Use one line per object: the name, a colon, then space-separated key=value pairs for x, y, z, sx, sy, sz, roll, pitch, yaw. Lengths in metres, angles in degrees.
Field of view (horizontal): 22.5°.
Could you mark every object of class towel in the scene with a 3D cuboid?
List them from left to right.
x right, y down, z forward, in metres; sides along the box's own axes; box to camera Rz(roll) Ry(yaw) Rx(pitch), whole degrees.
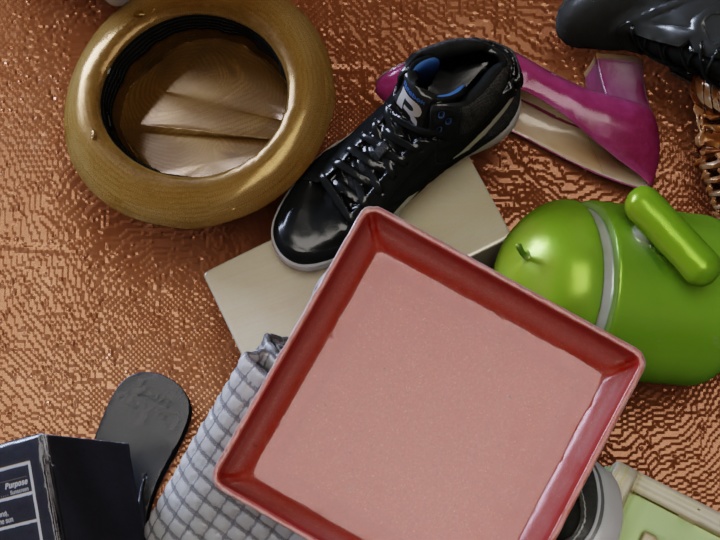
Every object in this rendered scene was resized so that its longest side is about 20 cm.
towel: x=-0.022 y=0.161 z=1.183 sx=0.200 sy=0.086 sz=0.166 roll=35 pitch=109 yaw=8

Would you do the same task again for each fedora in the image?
fedora: x=-0.105 y=-0.108 z=1.263 sx=0.199 sy=0.082 sz=0.202 roll=-5 pitch=70 yaw=15

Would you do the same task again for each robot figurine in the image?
robot figurine: x=0.176 y=0.014 z=1.206 sx=0.199 sy=0.176 sz=0.116 roll=7 pitch=53 yaw=-20

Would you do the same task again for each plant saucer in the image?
plant saucer: x=0.042 y=0.093 z=1.108 sx=0.199 sy=0.037 sz=0.200 roll=29 pitch=79 yaw=5

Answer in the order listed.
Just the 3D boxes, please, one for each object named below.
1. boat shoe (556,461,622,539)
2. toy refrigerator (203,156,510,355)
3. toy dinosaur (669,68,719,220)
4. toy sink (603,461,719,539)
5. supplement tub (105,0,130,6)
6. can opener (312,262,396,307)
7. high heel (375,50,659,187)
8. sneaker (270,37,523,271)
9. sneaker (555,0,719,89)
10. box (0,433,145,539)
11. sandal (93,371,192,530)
boat shoe: x=0.109 y=0.121 z=1.171 sx=0.056 sy=0.200 sz=0.069 roll=32 pitch=107 yaw=-27
toy refrigerator: x=0.000 y=0.000 z=1.254 sx=0.199 sy=0.070 sz=0.076 roll=-27 pitch=72 yaw=-5
toy dinosaur: x=0.280 y=-0.125 z=1.277 sx=0.135 sy=0.102 sz=0.201 roll=8 pitch=96 yaw=18
toy sink: x=0.174 y=0.206 z=1.184 sx=0.199 sy=0.112 sz=0.131 roll=27 pitch=80 yaw=6
supplement tub: x=-0.215 y=-0.295 z=1.278 sx=0.200 sy=0.145 sz=0.145 roll=38 pitch=81 yaw=8
can opener: x=0.033 y=0.080 z=1.197 sx=0.053 sy=0.067 sz=0.201 roll=-29 pitch=106 yaw=-5
high heel: x=0.111 y=-0.102 z=1.273 sx=0.199 sy=0.067 sz=0.096 roll=1 pitch=67 yaw=-12
sneaker: x=0.017 y=-0.086 z=1.184 sx=0.200 sy=0.112 sz=0.073 roll=-38 pitch=73 yaw=-7
sneaker: x=0.226 y=-0.167 z=1.226 sx=0.199 sy=0.076 sz=0.091 roll=-5 pitch=67 yaw=27
box: x=-0.240 y=0.223 z=1.157 sx=0.199 sy=0.123 sz=0.200 roll=-15 pitch=78 yaw=18
sandal: x=-0.173 y=0.164 z=1.233 sx=0.076 sy=0.043 sz=0.201 roll=14 pitch=79 yaw=4
